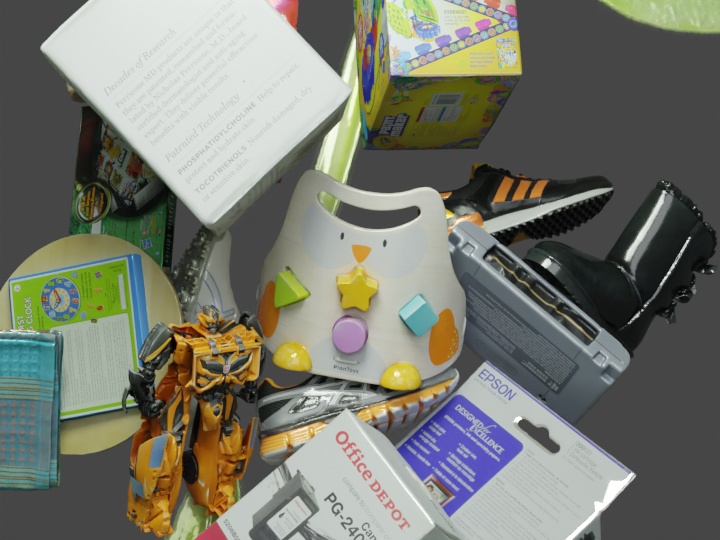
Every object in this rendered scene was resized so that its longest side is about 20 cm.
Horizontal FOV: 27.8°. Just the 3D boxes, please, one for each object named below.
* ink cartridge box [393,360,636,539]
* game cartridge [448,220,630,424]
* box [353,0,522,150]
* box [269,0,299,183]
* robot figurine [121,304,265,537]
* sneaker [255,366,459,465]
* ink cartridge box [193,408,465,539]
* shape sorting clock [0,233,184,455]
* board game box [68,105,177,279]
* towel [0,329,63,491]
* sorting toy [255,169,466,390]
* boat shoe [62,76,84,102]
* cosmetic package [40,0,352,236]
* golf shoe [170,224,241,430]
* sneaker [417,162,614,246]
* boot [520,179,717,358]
[{"bbox_3d":[0.112,0.205,1.300,0.200,0.043,0.198,-42,50,-12],"label":"ink cartridge box"},{"bbox_3d":[0.147,0.052,1.350,0.200,0.133,0.040,41,57,9],"label":"game cartridge"},{"bbox_3d":[0.067,-0.237,1.380,0.122,0.200,0.193,-1,75,-7],"label":"box"},{"bbox_3d":[-0.114,-0.194,1.397,0.099,0.095,0.201,5,76,-5],"label":"box"},{"bbox_3d":[-0.140,0.127,1.267,0.145,0.058,0.201,-7,117,-42],"label":"robot figurine"},{"bbox_3d":[-0.005,0.115,1.347,0.199,0.078,0.077,-15,67,-14],"label":"sneaker"},{"bbox_3d":[-0.033,0.240,1.253,0.200,0.083,0.145,-41,56,1],"label":"ink cartridge box"},{"bbox_3d":[-0.250,0.066,1.314,0.199,0.039,0.201,-3,79,13],"label":"shape sorting clock"},{"bbox_3d":[-0.223,-0.061,1.366,0.104,0.023,0.201,-1,75,17],"label":"board game box"},{"bbox_3d":[-0.359,0.122,1.256,0.199,0.022,0.147,1,104,-8],"label":"towel"},{"bbox_3d":[0.000,0.000,1.301,0.199,0.107,0.181,9,115,5],"label":"sorting toy"},{"bbox_3d":[-0.223,-0.246,1.370,0.065,0.072,0.200,51,118,14],"label":"boat shoe"},{"bbox_3d":[-0.135,-0.159,1.245,0.166,0.167,0.200,-43,90,-3],"label":"cosmetic package"},{"bbox_3d":[-0.137,0.054,1.355,0.097,0.078,0.201,16,79,-21],"label":"golf shoe"},{"bbox_3d":[0.149,-0.074,1.418,0.200,0.070,0.090,-19,70,-15],"label":"sneaker"},{"bbox_3d":[0.249,-0.014,1.369,0.163,0.073,0.198,-51,131,-7],"label":"boot"}]
